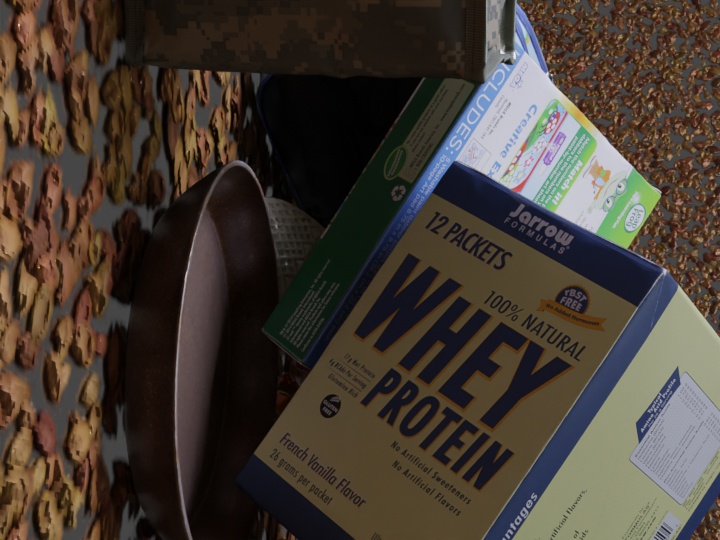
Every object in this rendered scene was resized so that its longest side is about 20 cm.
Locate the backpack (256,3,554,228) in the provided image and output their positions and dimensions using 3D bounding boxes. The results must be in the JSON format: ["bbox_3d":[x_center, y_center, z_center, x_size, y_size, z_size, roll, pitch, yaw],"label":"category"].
[{"bbox_3d":[0.032,-0.104,0.827,0.200,0.182,0.148,62,35,-50],"label":"backpack"}]

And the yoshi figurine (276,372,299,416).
[{"bbox_3d":[0.007,0.053,0.924,0.200,0.112,0.112,-43,103,-35],"label":"yoshi figurine"}]

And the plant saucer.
[{"bbox_3d":[-0.076,0.047,0.633,0.200,0.034,0.202,3,90,-82],"label":"plant saucer"}]

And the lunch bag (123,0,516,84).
[{"bbox_3d":[-0.014,-0.188,0.553,0.118,0.163,0.202,-46,138,-69],"label":"lunch bag"}]

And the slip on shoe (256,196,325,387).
[{"bbox_3d":[-0.023,0.045,0.785,0.201,0.061,0.074,58,41,-25],"label":"slip on shoe"}]

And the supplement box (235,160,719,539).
[{"bbox_3d":[0.083,0.090,0.673,0.201,0.134,0.200,-55,141,-4],"label":"supplement box"}]

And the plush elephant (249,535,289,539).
[{"bbox_3d":[-0.007,0.246,0.722,0.165,0.154,0.201,69,23,-68],"label":"plush elephant"}]

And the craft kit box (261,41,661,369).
[{"bbox_3d":[0.067,-0.008,0.737,0.197,0.048,0.201,34,90,-45],"label":"craft kit box"}]
